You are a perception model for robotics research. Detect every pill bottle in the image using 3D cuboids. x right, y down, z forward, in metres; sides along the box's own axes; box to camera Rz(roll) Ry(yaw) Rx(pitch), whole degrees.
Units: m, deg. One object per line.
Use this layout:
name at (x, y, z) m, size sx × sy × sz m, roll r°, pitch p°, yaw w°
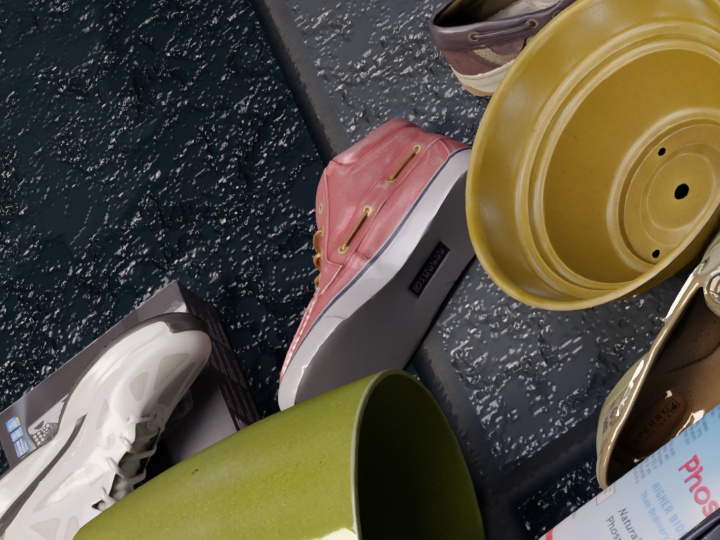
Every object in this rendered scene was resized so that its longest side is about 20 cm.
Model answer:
pill bottle at (0.191, 0.128, 1.183) m, size 0.200 × 0.109 × 0.109 m, roll -39°, pitch 50°, yaw 13°

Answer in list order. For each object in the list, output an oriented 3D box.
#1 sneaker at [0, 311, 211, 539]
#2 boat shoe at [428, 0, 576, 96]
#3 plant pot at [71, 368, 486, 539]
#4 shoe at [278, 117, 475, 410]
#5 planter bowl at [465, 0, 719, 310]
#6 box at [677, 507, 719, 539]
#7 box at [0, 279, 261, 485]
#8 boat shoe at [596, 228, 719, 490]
sneaker at (-0.137, 0.128, 1.386) m, size 0.201 × 0.075 × 0.115 m, roll -49°, pitch 56°, yaw 13°
boat shoe at (0.131, -0.181, 1.420) m, size 0.199 × 0.065 × 0.072 m, roll -31°, pitch 50°, yaw 17°
plant pot at (-0.054, 0.165, 1.268) m, size 0.198 × 0.187 × 0.189 m, roll -13°, pitch 59°, yaw 21°
shoe at (0.000, 0.000, 1.418) m, size 0.091 × 0.071 × 0.201 m, roll 29°, pitch 80°, yaw 43°
planter bowl at (0.160, -0.058, 1.312) m, size 0.200 × 0.083 × 0.202 m, roll -25°, pitch 52°, yaw 37°
box at (0.176, 0.237, 1.110) m, size 0.157 × 0.051 × 0.200 m, roll -40°, pitch 84°, yaw 10°
box at (-0.132, 0.130, 1.451) m, size 0.157 × 0.050 × 0.201 m, roll -36°, pitch 50°, yaw 14°
boat shoe at (0.191, 0.039, 1.222) m, size 0.073 × 0.063 × 0.201 m, roll 32°, pitch 114°, yaw 3°
